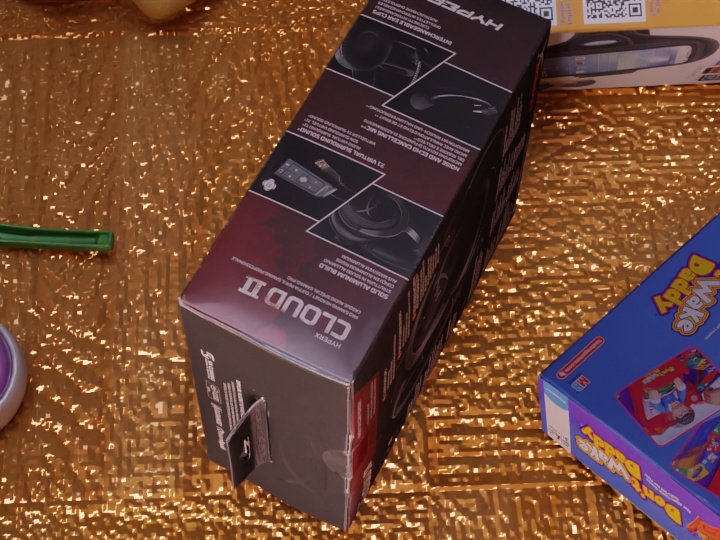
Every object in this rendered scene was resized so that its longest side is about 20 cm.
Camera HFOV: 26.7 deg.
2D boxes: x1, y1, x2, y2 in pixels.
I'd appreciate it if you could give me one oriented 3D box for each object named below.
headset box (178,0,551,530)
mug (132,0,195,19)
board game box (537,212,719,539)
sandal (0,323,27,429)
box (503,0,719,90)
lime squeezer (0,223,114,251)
[{"bbox_3d":[0.000,0.000,0.628,0.077,0.149,0.201,25,64,13],"label":"headset box"},{"bbox_3d":[-0.146,-0.233,0.783,0.148,0.188,0.153,9,45,42],"label":"mug"},{"bbox_3d":[0.193,0.034,0.654,0.199,0.045,0.134,-38,55,-20],"label":"board game box"},{"bbox_3d":[-0.244,0.062,0.646,0.201,0.050,0.083,-24,64,-13],"label":"sandal"},{"bbox_3d":[0.131,-0.115,0.708,0.197,0.119,0.042,-1,85,-2],"label":"box"},{"bbox_3d":[-0.215,-0.036,0.696,0.198,0.071,0.038,22,40,-22],"label":"lime squeezer"}]
